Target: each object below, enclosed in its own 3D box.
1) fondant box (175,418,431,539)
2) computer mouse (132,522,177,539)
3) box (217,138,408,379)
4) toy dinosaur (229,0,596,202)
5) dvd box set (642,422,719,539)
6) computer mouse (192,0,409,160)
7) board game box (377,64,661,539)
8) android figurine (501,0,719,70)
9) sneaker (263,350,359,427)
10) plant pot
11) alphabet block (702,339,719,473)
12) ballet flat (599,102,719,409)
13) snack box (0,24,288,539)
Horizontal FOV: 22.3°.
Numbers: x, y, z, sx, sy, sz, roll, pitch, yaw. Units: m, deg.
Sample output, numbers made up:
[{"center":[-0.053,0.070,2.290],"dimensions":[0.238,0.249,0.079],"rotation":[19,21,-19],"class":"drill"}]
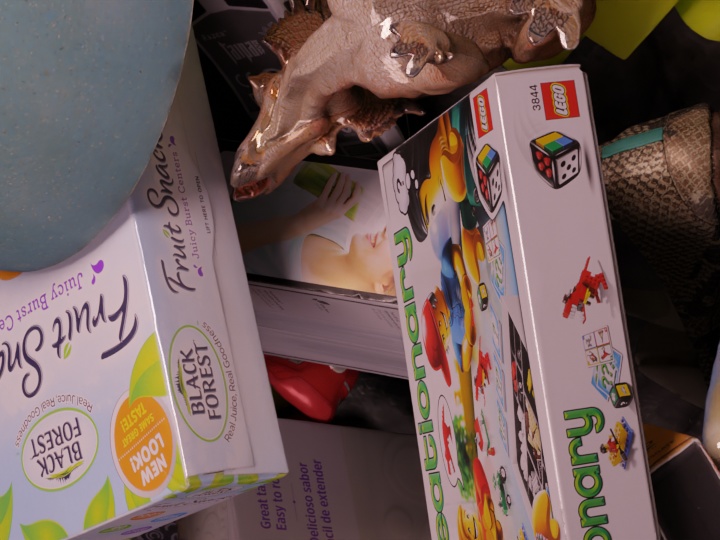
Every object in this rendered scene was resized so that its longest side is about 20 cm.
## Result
[{"center":[0.019,0.150,0.829],"dimensions":[0.198,0.146,0.058],"rotation":[9,145,-30],"class":"fondant box"},{"center":[-0.076,0.137,0.984],"dimensions":[0.198,0.053,0.139],"rotation":[-7,131,14],"class":"computer mouse"},{"center":[0.000,0.000,0.765],"dimensions":[0.198,0.061,0.117],"rotation":[9,163,22],"class":"box"},{"center":[0.038,-0.093,0.630],"dimensions":[0.198,0.087,0.136],"rotation":[-11,169,6],"class":"toy dinosaur"},{"center":[0.102,0.114,0.673],"dimensions":[0.147,0.029,0.200],"rotation":[58,167,-11],"class":"dvd box set"},{"center":[-0.043,-0.111,0.723],"dimensions":[0.109,0.044,0.200],"rotation":[-3,138,44],"class":"computer mouse"},{"center":[0.051,0.047,0.600],"dimensions":[0.034,0.202,0.126],"rotation":[-6,172,-17],"class":"board game box"},{"center":[0.079,-0.152,0.639],"dimensions":[0.181,0.041,0.200],"rotation":[30,139,-6],"class":"android figurine"},{"center":[-0.081,0.067,0.887],"dimensions":[0.199,0.085,0.077],"rotation":[-27,118,39],"class":"sneaker"},{"center":[-0.168,-0.103,0.631],"dimensions":[0.134,0.202,0.199],"rotation":[4,154,-43],"class":"plant pot"},{"center":[0.251,0.054,0.658],"dimensions":[0.198,0.197,0.196],"rotation":[-4,132,26],"class":"alphabet block"},{"center":[0.137,0.010,0.744],"dimensions":[0.075,0.068,0.201],"rotation":[-10,138,22],"class":"ballet flat"},{"center":[-0.108,0.000,0.698],"dimensions":[0.053,0.202,0.142],"rotation":[-1,162,-43],"class":"snack box"}]
